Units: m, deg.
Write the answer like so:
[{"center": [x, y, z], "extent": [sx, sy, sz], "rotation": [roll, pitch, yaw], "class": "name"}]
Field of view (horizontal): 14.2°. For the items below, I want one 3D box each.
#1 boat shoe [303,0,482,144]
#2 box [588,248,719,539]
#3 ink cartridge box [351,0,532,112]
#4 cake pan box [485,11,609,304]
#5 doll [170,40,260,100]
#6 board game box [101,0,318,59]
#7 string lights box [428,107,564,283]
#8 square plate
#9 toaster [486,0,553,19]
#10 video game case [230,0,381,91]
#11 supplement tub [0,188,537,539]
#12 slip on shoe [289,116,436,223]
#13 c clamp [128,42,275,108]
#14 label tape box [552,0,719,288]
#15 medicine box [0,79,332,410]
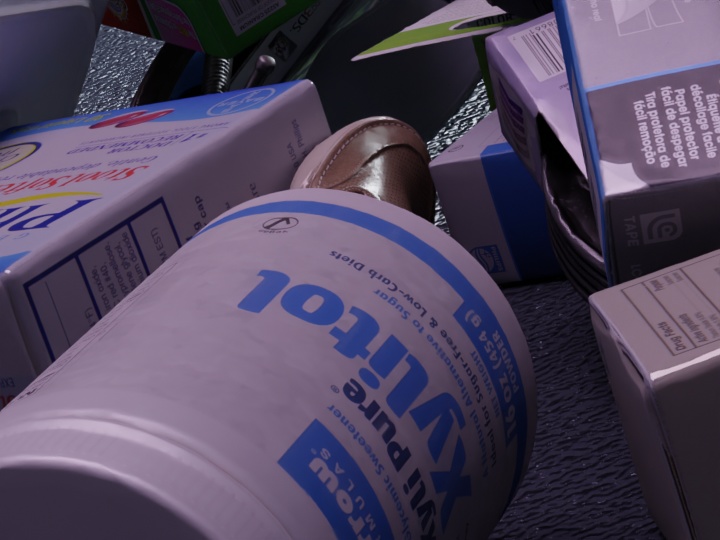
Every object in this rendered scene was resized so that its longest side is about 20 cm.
[{"center": [0.043, -0.117, 1.424], "extent": [0.200, 0.074, 0.065], "rotation": [-46, -11, -6], "class": "boat shoe"}, {"center": [0.175, 0.020, 0.834], "extent": [0.199, 0.078, 0.095], "rotation": [-19, 16, 0], "class": "box"}, {"center": [0.111, -0.098, 1.286], "extent": [0.147, 0.076, 0.200], "rotation": [-8, 14, 36], "class": "ink cartridge box"}, {"center": [0.160, -0.047, 1.002], "extent": [0.199, 0.052, 0.184], "rotation": [-22, 41, -10], "class": "cake pan box"}, {"center": [-0.064, -0.120, 1.567], "extent": [0.200, 0.048, 0.137], "rotation": [-46, -12, -14], "class": "doll"}, {"center": [-0.051, -0.166, 1.368], "extent": [0.153, 0.040, 0.200], "rotation": [-34, 23, -16], "class": "board game box"}, {"center": [0.139, -0.050, 1.152], "extent": [0.199, 0.059, 0.103], "rotation": [-8, 19, 34], "class": "string lights box"}, {"center": [-0.183, -0.048, 1.276], "extent": [0.028, 0.201, 0.198], "rotation": [27, 21, 20], "class": "square plate"}, {"center": [0.104, -0.171, 1.122], "extent": [0.129, 0.114, 0.200], "rotation": [-32, 11, -8], "class": "toaster"}, {"center": [-0.020, -0.120, 1.471], "extent": [0.182, 0.023, 0.200], "rotation": [-50, -3, 31], "class": "video game case"}, {"center": [-0.037, 0.068, 0.822], "extent": [0.131, 0.133, 0.200], "rotation": [-11, 18, 25], "class": "supplement tub"}, {"center": [0.000, 0.000, 1.105], "extent": [0.060, 0.076, 0.200], "rotation": [-15, 20, 29], "class": "slip on shoe"}, {"center": [-0.077, -0.080, 1.377], "extent": [0.171, 0.027, 0.200], "rotation": [-56, 19, 28], "class": "c clamp"}, {"center": [0.167, -0.068, 0.938], "extent": [0.199, 0.066, 0.144], "rotation": [-12, 43, 5], "class": "label tape box"}, {"center": [-0.124, 0.013, 1.162], "extent": [0.181, 0.103, 0.200], "rotation": [-6, 19, 39], "class": "medicine box"}]
